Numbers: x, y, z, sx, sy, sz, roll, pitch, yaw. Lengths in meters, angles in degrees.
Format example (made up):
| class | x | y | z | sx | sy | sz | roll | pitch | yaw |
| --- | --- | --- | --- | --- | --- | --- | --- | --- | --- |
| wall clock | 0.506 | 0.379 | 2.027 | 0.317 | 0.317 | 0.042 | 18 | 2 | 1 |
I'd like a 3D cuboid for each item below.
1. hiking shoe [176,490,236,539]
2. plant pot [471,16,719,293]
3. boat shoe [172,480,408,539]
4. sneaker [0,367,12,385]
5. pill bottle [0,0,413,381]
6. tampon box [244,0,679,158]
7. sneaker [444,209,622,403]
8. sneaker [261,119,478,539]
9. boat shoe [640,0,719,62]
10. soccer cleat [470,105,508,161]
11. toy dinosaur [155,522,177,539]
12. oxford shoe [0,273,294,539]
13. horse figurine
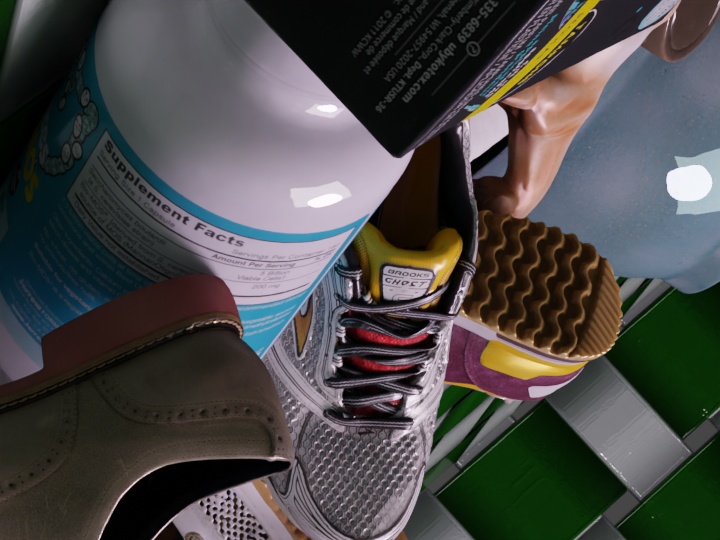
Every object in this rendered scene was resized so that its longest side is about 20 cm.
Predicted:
| class | x | y | z | sx | sy | sz | roll | pitch | yaw |
| --- | --- | --- | --- | --- | --- | --- | --- | --- | --- |
| hiking shoe | -0.024 | 0.057 | 1.202 | 0.087 | 0.200 | 0.074 | -14 | 146 | 34 |
| plant pot | 0.150 | -0.073 | 1.403 | 0.200 | 0.134 | 0.200 | -48 | -171 | 10 |
| boat shoe | -0.038 | 0.105 | 1.131 | 0.069 | 0.200 | 0.071 | -28 | -169 | 30 |
| sneaker | -0.128 | 0.092 | 1.012 | 0.079 | 0.078 | 0.200 | -56 | -166 | 32 |
| pill bottle | -0.050 | -0.037 | 0.947 | 0.111 | 0.111 | 0.200 | -35 | 168 | -42 |
| tampon box | 0.056 | -0.146 | 0.849 | 0.150 | 0.126 | 0.200 | -48 | 170 | 33 |
| sneaker | 0.000 | 0.000 | 1.127 | 0.090 | 0.200 | 0.075 | -44 | -157 | 52 |
| sneaker | 0.000 | 0.008 | 1.028 | 0.078 | 0.200 | 0.082 | -1 | -167 | -16 |
| boat shoe | 0.132 | -0.186 | 1.201 | 0.072 | 0.068 | 0.200 | -25 | 139 | -48 |
| soccer cleat | 0.041 | -0.084 | 1.259 | 0.086 | 0.070 | 0.200 | -29 | -176 | 17 |
| toy dinosaur | -0.106 | 0.168 | 1.141 | 0.200 | 0.182 | 0.105 | -17 | 146 | -13 |
| oxford shoe | -0.115 | 0.079 | 0.886 | 0.200 | 0.075 | 0.070 | -32 | 160 | 2 |
| horse figurine | 0.085 | -0.114 | 1.131 | 0.200 | 0.050 | 0.133 | -58 | 142 | -13 |
